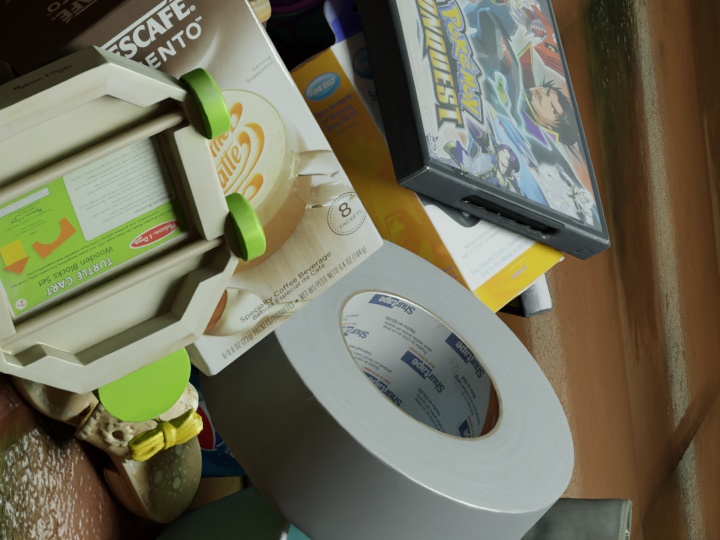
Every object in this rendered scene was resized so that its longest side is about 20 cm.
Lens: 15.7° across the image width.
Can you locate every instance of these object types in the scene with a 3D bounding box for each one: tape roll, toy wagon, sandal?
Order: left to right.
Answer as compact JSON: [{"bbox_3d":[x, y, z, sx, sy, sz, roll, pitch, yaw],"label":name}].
[{"bbox_3d":[-0.121,-0.001,1.200,0.040,0.155,0.200,45,-25,52],"label":"toy wagon"},{"bbox_3d":[-0.106,0.064,1.301,0.078,0.069,0.212,-60,148,-24],"label":"sandal"},{"bbox_3d":[0.014,0.070,1.374,0.200,0.066,0.201,28,31,-19],"label":"tape roll"}]

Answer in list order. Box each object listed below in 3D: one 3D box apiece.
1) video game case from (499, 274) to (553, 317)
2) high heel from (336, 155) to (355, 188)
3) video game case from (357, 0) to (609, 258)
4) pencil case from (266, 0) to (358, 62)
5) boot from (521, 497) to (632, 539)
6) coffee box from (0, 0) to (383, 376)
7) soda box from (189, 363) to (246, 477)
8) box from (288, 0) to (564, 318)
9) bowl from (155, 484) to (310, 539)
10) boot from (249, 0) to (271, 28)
[{"bbox_3d":[0.067,-0.066,1.734,0.200,0.025,0.181,-166,-118,-74],"label":"video game case"},{"bbox_3d":[0.000,0.000,1.513,0.200,0.071,0.143,-35,101,-44],"label":"high heel"},{"bbox_3d":[0.066,-0.119,1.513,0.181,0.025,0.201,20,50,-49],"label":"video game case"},{"bbox_3d":[-0.021,-0.163,1.594,0.085,0.092,0.200,-58,158,-4],"label":"pencil case"},{"bbox_3d":[0.068,0.149,1.626,0.073,0.199,0.182,23,65,-70],"label":"boot"},{"bbox_3d":[-0.089,-0.064,1.262,0.080,0.114,0.200,38,-17,52],"label":"coffee box"},{"bbox_3d":[-0.053,0.058,1.496,0.200,0.064,0.068,-39,123,-68],"label":"soda box"},{"bbox_3d":[0.034,-0.069,1.504,0.200,0.041,0.119,59,32,-1],"label":"box"},{"bbox_3d":[-0.059,0.201,1.391,0.201,0.105,0.202,-3,90,-72],"label":"bowl"},{"bbox_3d":[-0.101,-0.061,1.407,0.200,0.072,0.167,-50,146,-65],"label":"boot"}]
